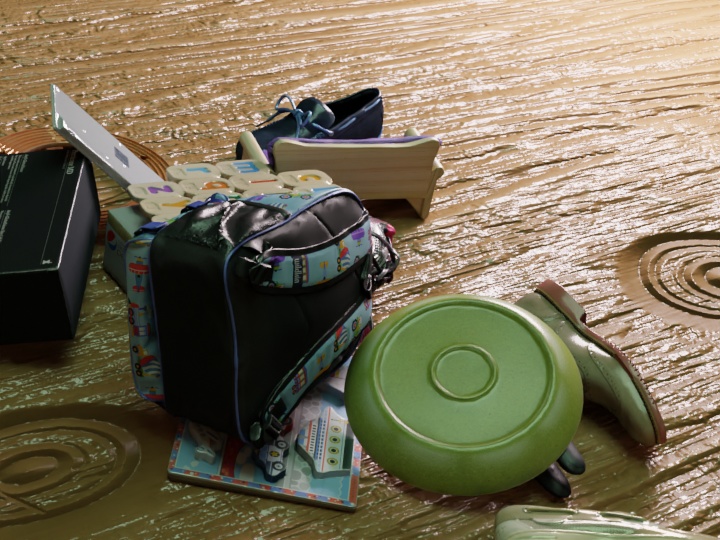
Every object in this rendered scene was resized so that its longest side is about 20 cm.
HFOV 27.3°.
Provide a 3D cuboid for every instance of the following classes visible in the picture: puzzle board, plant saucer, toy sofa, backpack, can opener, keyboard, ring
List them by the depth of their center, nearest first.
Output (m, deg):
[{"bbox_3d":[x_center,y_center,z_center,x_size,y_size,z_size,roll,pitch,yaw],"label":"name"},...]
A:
[{"bbox_3d":[-0.078,0.018,1.195,0.134,0.183,0.200,13,29,31],"label":"backpack"},{"bbox_3d":[0.085,0.091,1.222,0.199,0.031,0.201,-1,51,1],"label":"plant saucer"},{"bbox_3d":[-0.071,0.116,1.230,0.150,0.017,0.200,10,33,-3],"label":"puzzle board"},{"bbox_3d":[0.127,0.110,1.259,0.078,0.064,0.200,-8,37,-29],"label":"can opener"},{"bbox_3d":[-0.223,-0.099,1.377,0.011,0.200,0.056,-30,50,14],"label":"keyboard"},{"bbox_3d":[-0.281,-0.087,1.468,0.199,0.019,0.201,9,32,-6],"label":"ring"},{"bbox_3d":[-0.020,-0.111,1.518,0.199,0.098,0.083,-4,35,-22],"label":"toy sofa"}]

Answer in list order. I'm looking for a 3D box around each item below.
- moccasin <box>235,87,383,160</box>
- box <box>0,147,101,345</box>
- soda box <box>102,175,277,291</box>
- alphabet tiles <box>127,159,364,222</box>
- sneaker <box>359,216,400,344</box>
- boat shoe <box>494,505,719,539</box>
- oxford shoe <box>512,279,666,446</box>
[{"bbox_3d":[-0.056,-0.160,1.606,0.080,0.068,0.200,33,38,29],"label":"moccasin"},{"bbox_3d":[-0.308,-0.022,1.280,0.140,0.079,0.200,-7,34,3],"label":"box"},{"bbox_3d":[-0.138,-0.033,1.390,0.199,0.064,0.068,-15,41,-34],"label":"soda box"},{"bbox_3d":[-0.105,-0.060,1.346,0.195,0.015,0.200,-7,25,-23],"label":"alphabet tiles"},{"bbox_3d":[0.000,0.000,1.371,0.074,0.081,0.200,10,32,-7],"label":"sneaker"},{"bbox_3d":[0.200,0.211,1.126,0.199,0.072,0.065,4,34,-2],"label":"boat shoe"},{"bbox_3d":[0.196,0.095,1.323,0.075,0.071,0.200,-30,47,-11],"label":"oxford shoe"}]
